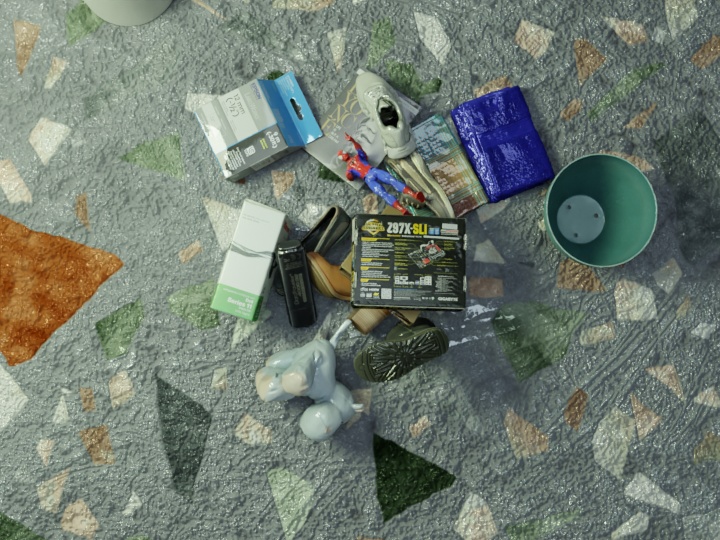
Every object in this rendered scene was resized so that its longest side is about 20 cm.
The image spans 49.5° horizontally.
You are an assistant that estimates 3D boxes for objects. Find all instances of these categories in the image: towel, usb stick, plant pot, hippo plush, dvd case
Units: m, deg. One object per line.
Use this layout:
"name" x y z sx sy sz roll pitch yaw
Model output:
"towel" 0.273 -0.243 1.490 0.146 0.050 0.202 -22 87 -1
"usb stick" -0.115 0.028 1.414 0.055 0.201 0.033 -11 43 -5
"plant pot" 0.424 -0.102 1.441 0.197 0.135 0.203 0 86 -1
"towel" 0.137 -0.184 1.486 0.146 0.022 0.201 -28 80 -2
"hippo plush" -0.088 0.220 1.433 0.200 0.158 0.162 -43 110 -43
"dvd case" 0.000 -0.273 1.492 0.148 0.016 0.201 37 86 12

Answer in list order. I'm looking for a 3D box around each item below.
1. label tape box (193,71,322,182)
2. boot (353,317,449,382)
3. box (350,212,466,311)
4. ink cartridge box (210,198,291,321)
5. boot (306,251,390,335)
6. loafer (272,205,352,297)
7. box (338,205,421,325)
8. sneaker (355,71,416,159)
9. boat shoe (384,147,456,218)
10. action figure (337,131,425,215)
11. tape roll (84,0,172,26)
"label tape box" -0.192 -0.276 1.470 0.198 0.066 0.144 -26 87 4
"boot" 0.064 0.132 1.389 0.180 0.200 0.073 -14 100 -7
"box" 0.084 -0.013 1.351 0.197 0.049 0.162 2 80 -6
"ink cartridge box" -0.195 -0.016 1.421 0.082 0.147 0.202 17 88 0
"boot" 0.000 0.000 1.440 0.200 0.077 0.155 45 75 -12
"loafer" -0.099 -0.041 1.457 0.072 0.063 0.200 37 82 33
"box" 0.072 -0.016 1.432 0.163 0.021 0.200 37 50 0
"sneaker" 0.042 -0.301 1.429 0.075 0.081 0.201 -28 60 2
"boat shoe" 0.112 -0.146 1.443 0.073 0.074 0.201 -33 72 7
"action figure" 0.017 -0.175 1.402 0.200 0.099 0.066 38 93 32
"tape roll" -0.450 -0.579 1.454 0.200 0.139 0.205 0 86 0
